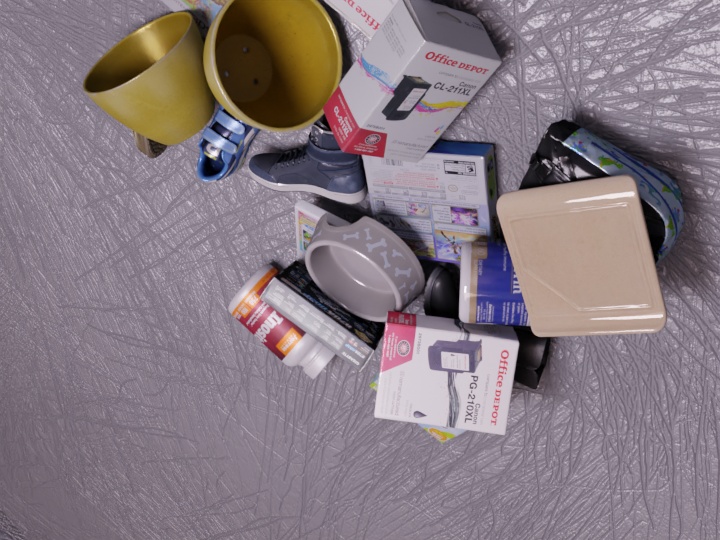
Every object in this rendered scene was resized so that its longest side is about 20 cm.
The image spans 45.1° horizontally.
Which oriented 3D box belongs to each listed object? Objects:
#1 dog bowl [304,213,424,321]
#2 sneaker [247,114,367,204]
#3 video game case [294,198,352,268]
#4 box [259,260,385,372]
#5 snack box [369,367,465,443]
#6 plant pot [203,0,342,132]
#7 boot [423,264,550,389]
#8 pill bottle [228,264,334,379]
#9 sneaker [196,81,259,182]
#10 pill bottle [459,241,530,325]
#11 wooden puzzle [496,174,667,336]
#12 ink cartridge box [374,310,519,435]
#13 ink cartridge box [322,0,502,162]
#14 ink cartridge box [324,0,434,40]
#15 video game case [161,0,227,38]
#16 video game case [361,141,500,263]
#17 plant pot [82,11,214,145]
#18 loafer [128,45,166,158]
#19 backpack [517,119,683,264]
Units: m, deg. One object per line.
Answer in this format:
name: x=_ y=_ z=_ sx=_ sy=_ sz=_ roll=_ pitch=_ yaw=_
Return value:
dog bowl: x=0.000 y=0.000 z=1.342 sx=0.198 sy=0.059 sz=0.201 roll=26 pitch=148 yaw=18
sneaker: x=-0.087 y=-0.190 z=1.336 sx=0.199 sy=0.077 sz=0.147 roll=11 pitch=137 yaw=15
video game case: x=-0.018 y=-0.015 z=1.421 sx=0.198 sy=0.024 sz=0.183 roll=27 pitch=149 yaw=15
box: x=-0.055 y=0.069 z=1.416 sx=0.199 sy=0.159 sz=0.046 roll=36 pitch=104 yaw=1
snack box: x=0.127 y=0.191 z=1.431 sx=0.168 sy=0.068 sz=0.200 roll=37 pitch=150 yaw=-2
plant pot: x=-0.145 y=-0.297 z=1.246 sx=0.141 sy=0.199 sz=0.202 roll=8 pitch=128 yaw=59
boot: x=0.198 y=0.087 z=1.352 sx=0.198 sy=0.066 sz=0.166 roll=23 pitch=142 yaw=25
pill bottle: x=-0.129 y=0.094 z=1.541 sx=0.200 sy=0.113 sz=0.113 roll=42 pitch=133 yaw=1
sneaker: x=-0.213 y=-0.221 z=1.404 sx=0.073 sy=0.082 sz=0.201 roll=34 pitch=130 yaw=10
pill bottle: x=0.239 y=0.020 z=1.223 sx=0.197 sy=0.116 sz=0.117 roll=2 pitch=123 yaw=7
wooden puzzle: x=0.280 y=-0.015 z=1.097 sx=0.183 sy=0.037 sz=0.203 roll=-5 pitch=111 yaw=36
ink cartridge box: x=0.127 y=0.150 z=1.287 sx=0.197 sy=0.084 sz=0.147 roll=7 pitch=100 yaw=2
ink cartridge box: x=0.066 y=-0.245 z=1.144 sx=0.200 sy=0.144 sz=0.084 roll=-48 pitch=53 yaw=39
ink cartridge box: x=0.045 y=-0.408 z=1.108 sx=0.145 sy=0.088 sz=0.201 roll=40 pitch=132 yaw=4
video game case: x=-0.224 y=-0.449 z=1.298 sx=0.182 sy=0.022 sz=0.200 roll=40 pitch=133 yaw=3
video game case: x=0.108 y=-0.103 z=1.299 sx=0.197 sy=0.045 sz=0.183 roll=9 pitch=125 yaw=28
plant pot: x=-0.307 y=-0.282 z=1.347 sx=0.198 sy=0.201 sz=0.143 roll=-4 pitch=134 yaw=34
loafer: x=-0.373 y=-0.292 z=1.470 sx=0.067 sy=0.076 sz=0.203 roll=8 pitch=114 yaw=29
backpack: x=0.319 y=-0.084 z=1.127 sx=0.200 sy=0.153 sz=0.165 roll=40 pitch=131 yaw=29
